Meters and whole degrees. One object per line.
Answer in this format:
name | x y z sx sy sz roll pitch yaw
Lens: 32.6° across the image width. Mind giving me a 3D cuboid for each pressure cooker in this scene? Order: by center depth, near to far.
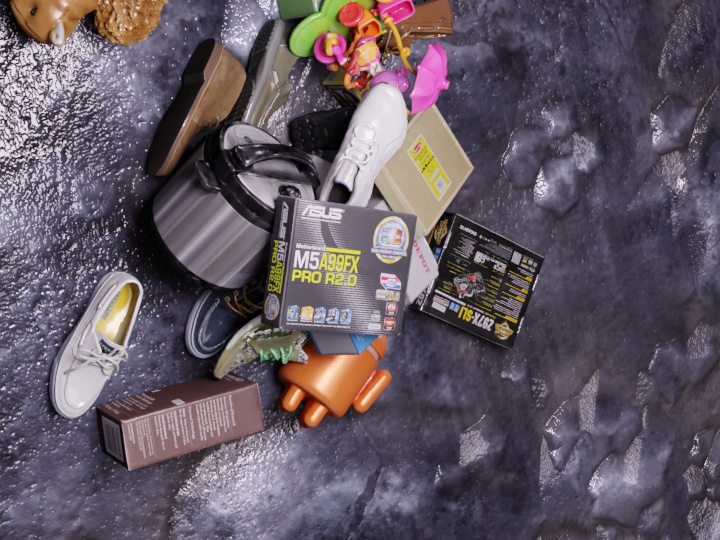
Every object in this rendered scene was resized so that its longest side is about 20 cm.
pressure cooker | -0.151 -0.091 1.587 0.178 0.200 0.176 40 30 -15

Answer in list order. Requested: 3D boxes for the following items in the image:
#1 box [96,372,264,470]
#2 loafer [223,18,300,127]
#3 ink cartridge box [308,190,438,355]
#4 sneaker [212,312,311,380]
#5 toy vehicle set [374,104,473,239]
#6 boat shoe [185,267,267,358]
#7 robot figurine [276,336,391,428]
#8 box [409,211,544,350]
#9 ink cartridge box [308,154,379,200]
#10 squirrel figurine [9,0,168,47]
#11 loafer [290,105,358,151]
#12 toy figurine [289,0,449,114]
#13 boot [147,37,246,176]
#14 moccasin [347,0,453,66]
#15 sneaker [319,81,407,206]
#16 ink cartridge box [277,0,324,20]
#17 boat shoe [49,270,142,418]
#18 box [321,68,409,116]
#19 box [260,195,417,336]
box | -0.240 0.198 1.652 0.199 0.100 0.076 -12 102 -31
loafer | -0.126 -0.242 1.683 0.069 0.075 0.201 24 83 -28
ink cartridge box | 0.000 0.000 1.678 0.200 0.083 0.146 -43 115 -39
sneaker | -0.111 0.098 1.687 0.199 0.077 0.089 -36 81 -11
toy vehicle set | 0.086 -0.144 1.721 0.125 0.026 0.200 56 38 -15
boat shoe | -0.160 0.036 1.687 0.071 0.091 0.201 42 74 -29
robot figurine | -0.040 0.128 1.760 0.200 0.143 0.117 -54 147 -15
box | 0.181 0.017 1.925 0.199 0.049 0.161 23 86 -32
ink cartridge box | -0.024 -0.074 1.772 0.199 0.067 0.117 26 81 -32
squirrel figurine | -0.326 -0.349 1.511 0.199 0.141 0.188 28 88 -29
loafer | -0.012 -0.195 1.688 0.070 0.200 0.069 -22 109 -41
toy figurine | 0.030 -0.281 1.624 0.199 0.185 0.150 -31 157 2
boot | -0.214 -0.204 1.638 0.075 0.073 0.201 35 74 -37
moccasin | 0.051 -0.342 1.788 0.201 0.073 0.078 -22 100 -36
sneaker | 0.002 -0.144 1.581 0.074 0.087 0.201 24 109 7
ink cartridge box | -0.051 -0.383 1.695 0.199 0.104 0.060 -17 104 -29
boat shoe | -0.332 0.100 1.590 0.074 0.086 0.203 31 79 -31
box | 0.036 -0.219 1.789 0.200 0.075 0.050 45 74 -29
box | -0.025 -0.003 1.549 0.199 0.044 0.161 6 94 -40
